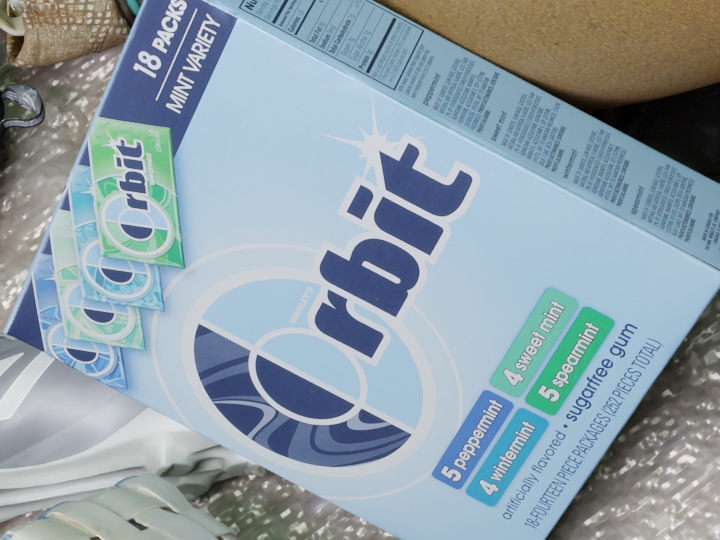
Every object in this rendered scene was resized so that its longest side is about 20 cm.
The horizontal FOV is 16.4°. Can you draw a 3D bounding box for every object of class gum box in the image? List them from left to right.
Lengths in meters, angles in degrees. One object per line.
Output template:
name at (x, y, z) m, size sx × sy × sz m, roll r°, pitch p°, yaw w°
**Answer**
gum box at (0.000, 0.000, 0.823) m, size 0.199 × 0.170 × 0.045 m, roll 28°, pitch 41°, yaw -2°

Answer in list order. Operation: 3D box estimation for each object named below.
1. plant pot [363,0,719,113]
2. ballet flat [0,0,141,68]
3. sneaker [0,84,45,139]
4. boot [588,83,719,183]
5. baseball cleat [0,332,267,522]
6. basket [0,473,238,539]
plant pot at (0.114, -0.139, 0.765) m, size 0.199 × 0.186 × 0.187 m, roll 5°, pitch 68°, yaw 53°
ballet flat at (-0.150, -0.153, 0.931) m, size 0.065 × 0.201 × 0.071 m, roll -31°, pitch 33°, yaw -2°
sneaker at (-0.218, -0.076, 0.984) m, size 0.199 × 0.076 × 0.114 m, roll 32°, pitch 80°, yaw 15°
boot at (0.060, -0.081, 0.925) m, size 0.199 × 0.069 × 0.175 m, roll -3°, pitch 70°, yaw 2°
baseball cleat at (-0.125, 0.044, 0.929) m, size 0.199 × 0.070 × 0.107 m, roll -5°, pitch 64°, yaw 1°
basket at (-0.083, 0.184, 0.834) m, size 0.176 × 0.139 × 0.201 m, roll 27°, pitch 113°, yaw 21°
